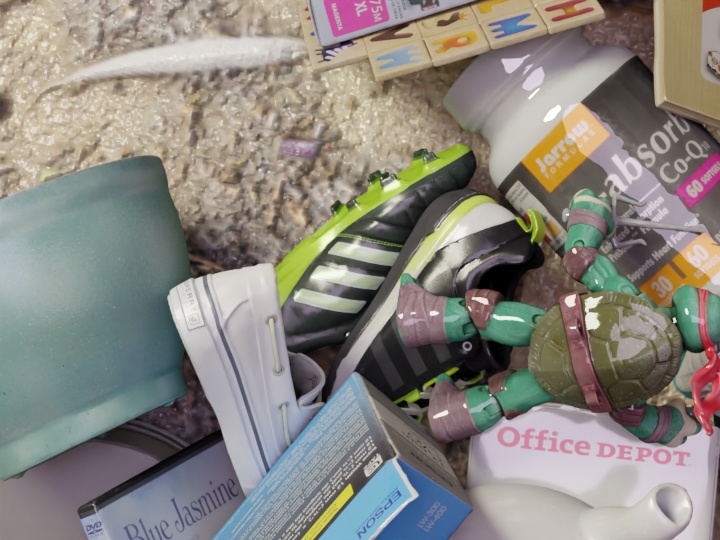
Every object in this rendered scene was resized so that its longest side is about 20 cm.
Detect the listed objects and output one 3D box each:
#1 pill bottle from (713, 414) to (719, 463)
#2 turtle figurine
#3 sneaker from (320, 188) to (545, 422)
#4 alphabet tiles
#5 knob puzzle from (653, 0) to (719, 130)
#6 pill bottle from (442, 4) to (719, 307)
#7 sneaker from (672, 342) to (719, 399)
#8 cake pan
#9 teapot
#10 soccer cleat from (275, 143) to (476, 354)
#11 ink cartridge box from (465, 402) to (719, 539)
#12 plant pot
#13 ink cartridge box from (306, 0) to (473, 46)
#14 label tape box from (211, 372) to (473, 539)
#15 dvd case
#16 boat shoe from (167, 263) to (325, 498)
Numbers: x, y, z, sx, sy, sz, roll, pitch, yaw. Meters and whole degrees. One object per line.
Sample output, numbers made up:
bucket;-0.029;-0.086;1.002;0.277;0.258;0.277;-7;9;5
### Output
pill bottle;0.276;0.170;0.863;0.111;0.112;0.202;-8;85;2
turtle figurine;0.125;0.033;0.792;0.198;0.101;0.151;-11;93;19
sneaker;0.045;0.047;0.874;0.083;0.071;0.201;34;106;32
alphabet tiles;0.061;-0.166;0.883;0.198;0.167;0.006;-16;122;1
knob puzzle;0.252;-0.162;0.903;0.218;0.030;0.222;8;69;-23
pill bottle;0.149;-0.060;0.883;0.116;0.116;0.200;-43;86;-1
sneaker;0.270;0.019;0.893;0.199;0.080;0.078;-25;79;-19
cake pan;-0.166;0.192;0.917;0.198;0.037;0.202;0;86;2
teapot;0.073;0.209;0.768;0.196;0.146;0.202;-1;86;10
soccer cleat;0.000;0.000;0.917;0.200;0.068;0.081;-39;101;1
ink cartridge box;0.130;0.182;0.881;0.146;0.086;0.202;7;85;5
plant pot;-0.179;0.037;0.850;0.199;0.200;0.135;-25;89;0
ink cartridge box;0.059;-0.201;0.897;0.198;0.120;0.042;-15;123;0
label tape box;-0.015;0.147;0.750;0.066;0.200;0.144;39;94;-14
dvd case;-0.079;0.204;0.858;0.017;0.142;0.201;-23;90;30
boat shoe;-0.050;0.077;0.853;0.066;0.201;0.074;-19;49;-1
